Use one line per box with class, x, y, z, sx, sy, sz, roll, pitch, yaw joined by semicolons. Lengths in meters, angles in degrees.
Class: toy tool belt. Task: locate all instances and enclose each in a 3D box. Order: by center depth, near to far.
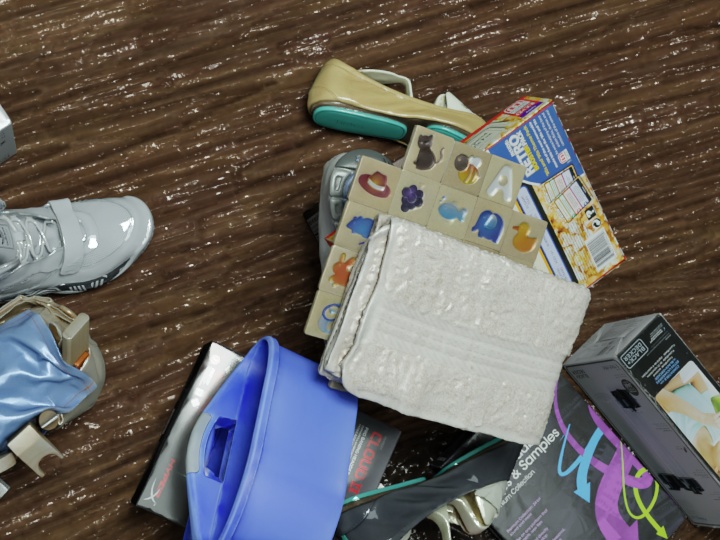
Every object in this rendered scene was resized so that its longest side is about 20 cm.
toy tool belt;-0.285;0.111;1.000;0.125;0.123;0.200;44;77;-5

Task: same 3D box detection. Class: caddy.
caddy;-0.079;0.145;0.942;0.104;0.142;0.201;23;44;-15

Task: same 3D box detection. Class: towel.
towel;0.074;0.046;0.940;0.199;0.034;0.133;17;95;-26

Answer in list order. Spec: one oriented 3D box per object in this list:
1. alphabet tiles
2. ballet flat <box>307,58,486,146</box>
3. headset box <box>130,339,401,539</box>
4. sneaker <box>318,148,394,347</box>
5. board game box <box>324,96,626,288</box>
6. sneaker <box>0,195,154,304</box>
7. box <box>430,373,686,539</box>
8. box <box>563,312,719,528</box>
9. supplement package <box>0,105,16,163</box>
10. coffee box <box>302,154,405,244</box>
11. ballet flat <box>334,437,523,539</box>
alphabet tiles;0.051;0.003;0.943;0.166;0.006;0.201;17;94;-25
ballet flat;0.052;-0.140;1.137;0.199;0.069;0.063;18;67;-12
headset box;-0.070;0.168;1.069;0.199;0.075;0.149;27;78;-9
sneaker;0.000;0.000;1.025;0.074;0.087;0.202;-1;102;-15
board game box;0.093;-0.017;0.987;0.199;0.046;0.152;-35;112;-14
sneaker;-0.260;-0.021;1.020;0.199;0.115;0.076;-17;81;-14
box;0.179;0.198;1.146;0.143;0.036;0.200;-44;94;-14
box;0.283;0.137;1.137;0.060;0.117;0.200;-40;93;-16
supplement package;-0.398;-0.114;1.002;0.199;0.111;0.156;-35;92;-14
coffee box;0.049;0.007;1.111;0.113;0.080;0.201;-28;91;-14
ballet flat;0.067;0.193;1.049;0.199;0.073;0.074;-17;88;-33
